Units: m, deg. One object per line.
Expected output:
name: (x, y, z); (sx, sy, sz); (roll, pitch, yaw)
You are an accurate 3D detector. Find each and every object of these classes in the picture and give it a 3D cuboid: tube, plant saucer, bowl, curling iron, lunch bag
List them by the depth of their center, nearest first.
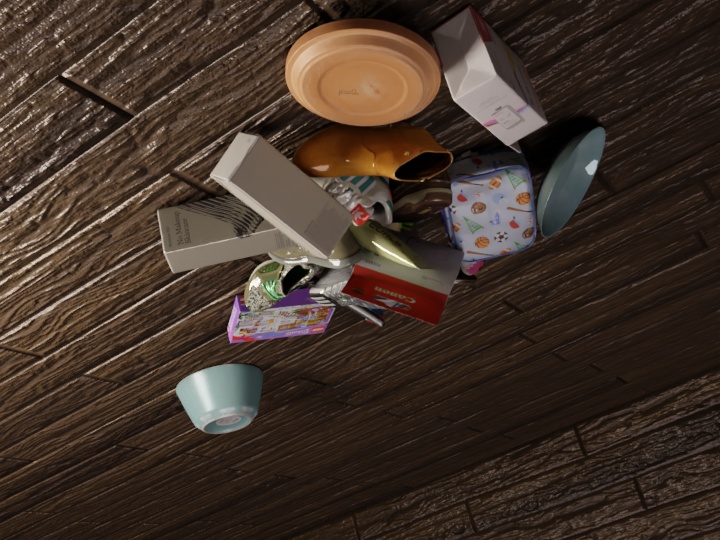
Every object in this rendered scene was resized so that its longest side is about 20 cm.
plant saucer: (0.003, -0.242, 1.116); (0.199, 0.033, 0.201); (3, 155, 1)
tube: (0.027, -0.051, 1.389); (0.058, 0.199, 0.052); (-42, 154, -34)
lunch bag: (0.205, -0.109, 1.445); (0.159, 0.076, 0.201); (-12, 132, 5)
plant saucer: (0.338, -0.151, 1.447); (0.201, 0.039, 0.202); (-44, 151, -32)
curling iron: (-0.041, 0.051, 1.567); (0.050, 0.199, 0.026); (-34, 150, -54)
bowl: (-0.310, 0.299, 1.973); (0.199, 0.106, 0.201); (-12, 154, -6)

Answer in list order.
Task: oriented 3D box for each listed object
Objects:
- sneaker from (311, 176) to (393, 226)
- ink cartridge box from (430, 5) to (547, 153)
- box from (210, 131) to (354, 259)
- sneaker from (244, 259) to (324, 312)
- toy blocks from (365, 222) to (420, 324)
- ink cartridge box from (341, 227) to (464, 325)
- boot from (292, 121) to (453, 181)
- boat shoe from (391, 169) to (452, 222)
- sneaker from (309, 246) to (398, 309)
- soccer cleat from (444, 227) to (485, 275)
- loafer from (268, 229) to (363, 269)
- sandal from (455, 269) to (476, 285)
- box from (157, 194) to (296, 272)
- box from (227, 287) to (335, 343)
sneaker: (-0.017, -0.122, 1.327); (0.070, 0.094, 0.199); (-32, 149, 30)
ink cartridge box: (0.181, -0.248, 1.167); (0.067, 0.117, 0.200); (-28, 152, 25)
box: (-0.108, -0.104, 1.238); (0.200, 0.068, 0.082); (40, 80, -33)
sneaker: (-0.139, 0.019, 1.518); (0.077, 0.089, 0.200); (44, 120, -14)
toy blocks: (0.047, 0.004, 1.557); (0.100, 0.137, 0.200); (13, 141, -44)
ink cartridge box: (0.072, 0.001, 1.398); (0.162, 0.200, 0.057); (18, 112, 7)
boot: (0.016, -0.156, 1.215); (0.200, 0.144, 0.071); (-17, 120, -13)
boat shoe: (0.088, -0.126, 1.404); (0.074, 0.075, 0.202); (2, 172, -27)
sneaker: (0.000, 0.000, 1.482); (0.199, 0.116, 0.075); (-1, 151, 43)
soccer cleat: (0.190, -0.060, 1.601); (0.086, 0.070, 0.200); (-3, 146, -7)
loafer: (-0.078, -0.051, 1.412); (0.199, 0.070, 0.075); (5, -152, 40)
sandal: (0.123, 0.019, 1.679); (0.199, 0.082, 0.055); (-4, 122, -17)
box: (-0.201, -0.065, 1.336); (0.199, 0.083, 0.068); (-14, 154, -7)
box: (-0.154, 0.086, 1.717); (0.199, 0.039, 0.137); (-5, 151, -20)
